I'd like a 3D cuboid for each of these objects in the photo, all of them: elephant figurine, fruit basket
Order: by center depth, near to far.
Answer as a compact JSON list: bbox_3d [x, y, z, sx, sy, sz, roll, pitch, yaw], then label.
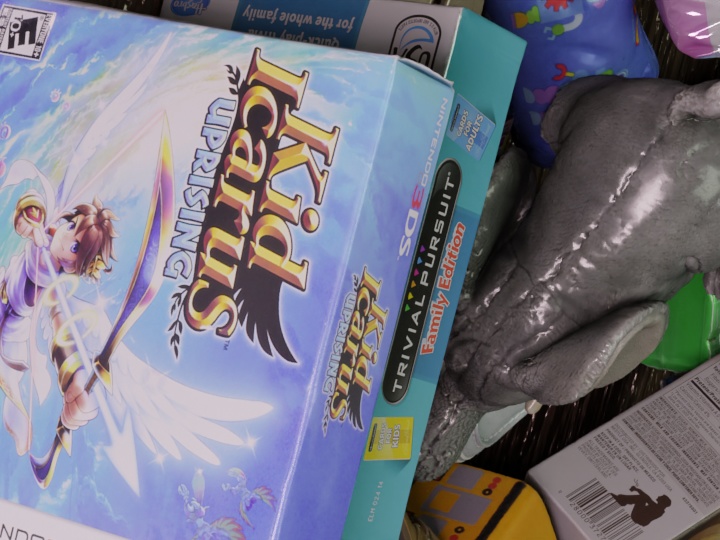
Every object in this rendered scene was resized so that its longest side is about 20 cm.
[{"bbox_3d":[0.093,0.010,1.047,0.200,0.141,0.155,-42,126,-11],"label":"elephant figurine"},{"bbox_3d":[0.225,-0.020,1.352,0.200,0.093,0.187,-25,122,-51],"label":"fruit basket"}]

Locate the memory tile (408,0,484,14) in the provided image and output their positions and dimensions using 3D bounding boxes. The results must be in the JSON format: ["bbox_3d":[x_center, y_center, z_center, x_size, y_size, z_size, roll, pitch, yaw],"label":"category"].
[{"bbox_3d":[0.016,-0.104,1.008,0.154,0.017,0.201,-55,156,-34],"label":"memory tile"}]

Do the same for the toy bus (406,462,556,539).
[{"bbox_3d":[0.071,0.201,1.191,0.065,0.078,0.201,-49,140,-41],"label":"toy bus"}]

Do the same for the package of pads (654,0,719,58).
[{"bbox_3d":[0.170,-0.201,1.130,0.200,0.075,0.121,-94,178,-61],"label":"package of pads"}]

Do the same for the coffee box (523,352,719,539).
[{"bbox_3d":[0.178,0.123,1.251,0.199,0.080,0.113,-28,151,-29],"label":"coffee box"}]

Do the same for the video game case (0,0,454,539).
[{"bbox_3d":[-0.077,0.015,0.764,0.045,0.180,0.201,20,83,-60],"label":"video game case"}]

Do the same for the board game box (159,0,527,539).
[{"bbox_3d":[-0.032,-0.005,0.860,0.047,0.150,0.201,20,83,-50],"label":"board game box"}]

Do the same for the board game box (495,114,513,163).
[{"bbox_3d":[0.000,0.000,1.009,0.200,0.032,0.121,-29,145,-56],"label":"board game box"}]

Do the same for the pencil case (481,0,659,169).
[{"bbox_3d":[0.097,-0.144,1.102,0.078,0.086,0.201,-100,174,-47],"label":"pencil case"}]

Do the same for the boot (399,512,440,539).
[{"bbox_3d":[0.007,0.138,1.070,0.076,0.073,0.201,-64,144,-46],"label":"boot"}]

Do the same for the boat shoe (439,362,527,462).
[{"bbox_3d":[0.101,0.024,1.184,0.201,0.071,0.070,-54,143,-35],"label":"boat shoe"}]
